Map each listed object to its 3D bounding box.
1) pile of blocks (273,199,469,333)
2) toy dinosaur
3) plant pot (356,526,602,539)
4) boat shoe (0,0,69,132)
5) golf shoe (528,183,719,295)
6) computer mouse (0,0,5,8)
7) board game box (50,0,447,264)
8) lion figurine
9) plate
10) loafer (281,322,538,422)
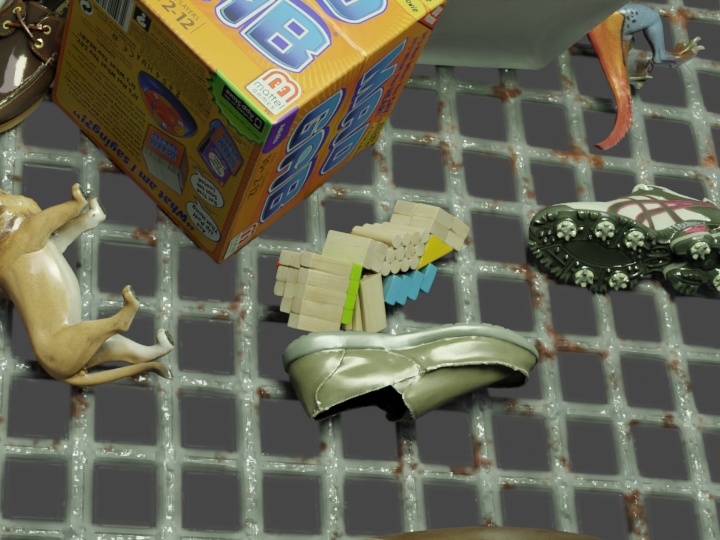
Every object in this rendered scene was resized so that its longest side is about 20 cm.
[{"bbox_3d":[0.000,0.000,1.311,0.062,0.082,0.200,13,25,43],"label":"pile of blocks"},{"bbox_3d":[0.223,-0.245,1.457,0.181,0.105,0.200,44,53,-26],"label":"toy dinosaur"},{"bbox_3d":[0.095,0.250,1.130,0.199,0.187,0.187,-11,63,-41],"label":"plant pot"},{"bbox_3d":[-0.260,-0.193,1.324,0.070,0.070,0.200,30,56,2],"label":"boat shoe"},{"bbox_3d":[0.229,-0.031,1.406,0.199,0.077,0.088,7,38,-18],"label":"golf shoe"},{"bbox_3d":[-0.282,-0.248,1.307,0.044,0.110,0.200,39,85,-26],"label":"computer mouse"},{"bbox_3d":[-0.092,-0.173,1.289,0.200,0.200,0.200,44,57,10],"label":"board game box"},{"bbox_3d":[-0.226,0.017,1.205,0.122,0.072,0.201,-29,77,4],"label":"lion figurine"},{"bbox_3d":[0.101,-0.217,1.385,0.199,0.200,0.032,0,79,-19],"label":"plate"},{"bbox_3d":[0.040,0.086,1.264,0.199,0.075,0.070,-3,66,-10],"label":"loafer"}]
